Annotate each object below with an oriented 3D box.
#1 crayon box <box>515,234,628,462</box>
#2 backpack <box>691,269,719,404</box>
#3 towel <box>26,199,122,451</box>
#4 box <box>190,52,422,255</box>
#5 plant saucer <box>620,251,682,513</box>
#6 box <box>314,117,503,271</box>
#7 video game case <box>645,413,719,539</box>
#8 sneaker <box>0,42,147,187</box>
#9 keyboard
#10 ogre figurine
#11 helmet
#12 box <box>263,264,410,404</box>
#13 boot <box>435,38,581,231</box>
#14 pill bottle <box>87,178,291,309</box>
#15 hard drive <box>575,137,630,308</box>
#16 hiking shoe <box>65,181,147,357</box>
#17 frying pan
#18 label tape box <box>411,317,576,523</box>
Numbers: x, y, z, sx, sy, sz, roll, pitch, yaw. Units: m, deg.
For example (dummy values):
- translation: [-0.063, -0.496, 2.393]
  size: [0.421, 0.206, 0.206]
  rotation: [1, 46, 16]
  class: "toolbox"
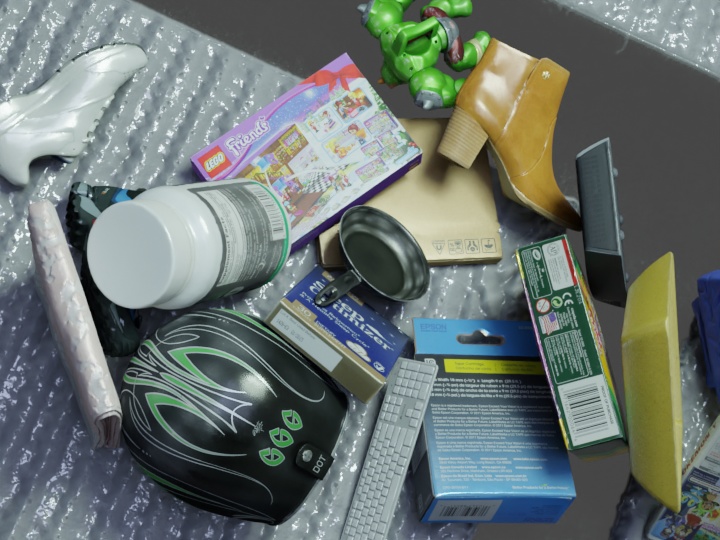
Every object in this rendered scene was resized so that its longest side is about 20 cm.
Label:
- translation: [0.215, 0.082, 1.389]
  size: [0.058, 0.173, 0.201]
  rotation: [-16, 76, 12]
  class: "crayon box"
- translation: [0.459, 0.054, 1.455]
  size: [0.199, 0.168, 0.163]
  rotation: [-10, 94, -13]
  class: "backpack"
- translation: [-0.262, 0.058, 1.276]
  size: [0.032, 0.191, 0.201]
  rotation: [-18, 76, -16]
  class: "towel"
- translation: [-0.055, -0.113, 1.437]
  size: [0.200, 0.039, 0.137]
  rotation: [-35, 79, -9]
  class: "box"
- translation: [0.287, 0.105, 1.373]
  size: [0.048, 0.200, 0.201]
  rotation: [-2, 109, 15]
  class: "plant saucer"
- translation: [0.045, -0.084, 1.484]
  size: [0.199, 0.021, 0.164]
  rotation: [-3, 73, -14]
  class: "box"
- translation: [0.415, 0.233, 1.400]
  size: [0.199, 0.183, 0.023]
  rotation: [21, 30, -6]
  class: "video game case"
- translation: [-0.294, -0.159, 1.412]
  size: [0.200, 0.074, 0.087]
  rotation: [-37, 96, -14]
  class: "sneaker"
- translation: [0.027, 0.184, 1.360]
  size: [0.011, 0.056, 0.201]
  rotation: [25, 78, -37]
  class: "keyboard"
- translation: [0.075, -0.246, 1.506]
  size: [0.120, 0.098, 0.201]
  rotation: [-22, 90, -31]
  class: "ogre figurine"
- translation: [-0.126, 0.128, 1.289]
  size: [0.190, 0.200, 0.201]
  rotation: [32, 68, -13]
  class: "helmet"
- translation: [-0.016, 0.053, 1.343]
  size: [0.121, 0.200, 0.032]
  rotation: [38, 104, 1]
  class: "box"
- translation: [0.187, -0.142, 1.469]
  size: [0.201, 0.071, 0.144]
  rotation: [30, 92, -22]
  class: "boot"
- translation: [-0.157, -0.025, 1.307]
  size: [0.113, 0.113, 0.200]
  rotation: [59, 26, 9]
  class: "pill bottle"
- translation: [0.249, -0.042, 1.433]
  size: [0.042, 0.200, 0.136]
  rotation: [-6, 73, 11]
  class: "hard drive"
- translation: [-0.227, -0.008, 1.349]
  size: [0.086, 0.075, 0.201]
  rotation: [-4, 56, -21]
  class: "hiking shoe"
- translation: [0.014, 0.009, 1.379]
  size: [0.115, 0.031, 0.190]
  rotation: [36, 38, -15]
  class: "frying pan"
- translation: [0.123, 0.149, 1.398]
  size: [0.143, 0.063, 0.201]
  rotation: [3, 54, -12]
  class: "label tape box"
